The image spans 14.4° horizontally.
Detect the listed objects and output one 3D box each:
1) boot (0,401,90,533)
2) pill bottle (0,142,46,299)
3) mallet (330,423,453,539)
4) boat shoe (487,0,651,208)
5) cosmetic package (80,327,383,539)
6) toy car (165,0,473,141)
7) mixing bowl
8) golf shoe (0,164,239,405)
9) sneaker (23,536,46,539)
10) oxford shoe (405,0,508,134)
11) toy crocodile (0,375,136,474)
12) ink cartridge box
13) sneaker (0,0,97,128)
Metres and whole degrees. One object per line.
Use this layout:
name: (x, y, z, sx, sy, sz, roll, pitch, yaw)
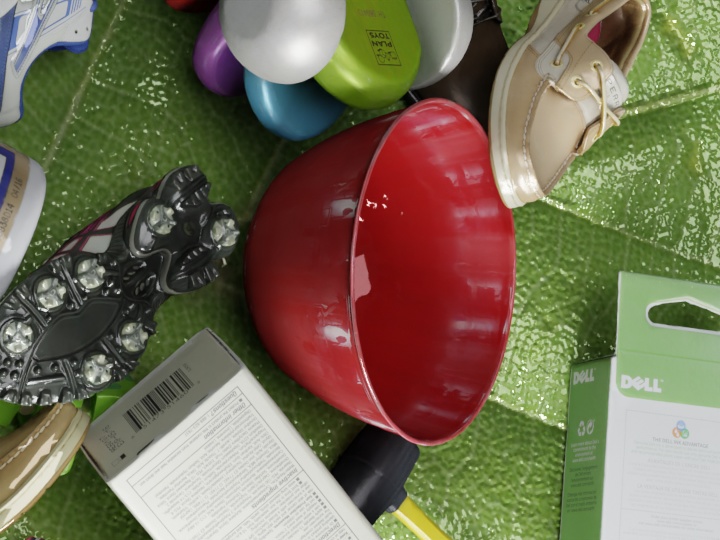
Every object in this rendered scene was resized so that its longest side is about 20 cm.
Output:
boot: (-0.265, 0.096, 1.572, 0.200, 0.073, 0.156, -38, 96, 0)
pill bottle: (-0.284, -0.051, 1.575, 0.199, 0.116, 0.116, 28, 73, -18)
mallet: (0.052, 0.183, 1.734, 0.066, 0.041, 0.200, -45, 105, -23)
boat shoe: (0.131, -0.114, 1.742, 0.201, 0.069, 0.074, -67, 145, -44)
cosmetic package: (-0.060, 0.143, 1.627, 0.103, 0.073, 0.200, -39, 118, -6)
toy car: (-0.046, -0.165, 1.671, 0.174, 0.150, 0.201, -3, 60, -51)
mixing bowl: (0.000, 0.000, 1.673, 0.200, 0.108, 0.202, -4, 95, -61)
golf shoe: (-0.153, 0.018, 1.615, 0.200, 0.088, 0.078, -40, 106, -39)
sneaker: (-0.116, 0.217, 1.605, 0.200, 0.081, 0.075, 39, 104, 6)
oxford shoe: (0.055, -0.156, 1.754, 0.072, 0.084, 0.201, -30, 97, -25)
toy crocodile: (-0.141, 0.082, 1.652, 0.199, 0.062, 0.068, 11, 110, -23)
ink cartridge box: (0.186, 0.108, 1.787, 0.103, 0.059, 0.202, 8, 80, -22)
sneaker: (-0.184, -0.173, 1.668, 0.088, 0.075, 0.200, 43, 75, -25)
